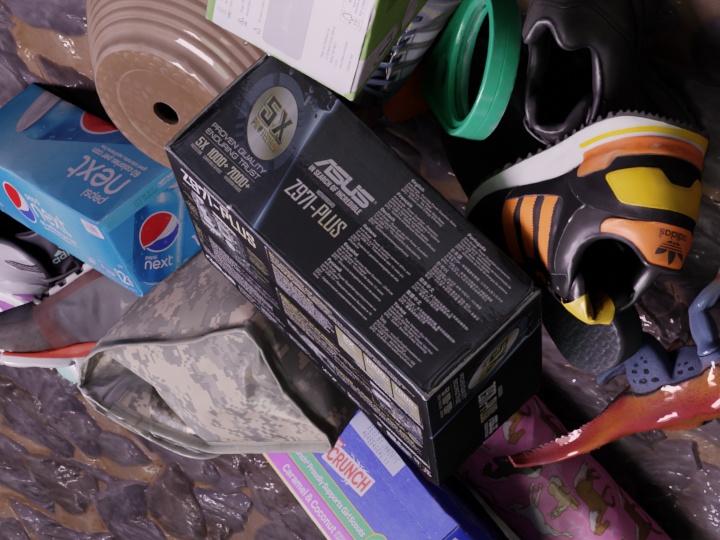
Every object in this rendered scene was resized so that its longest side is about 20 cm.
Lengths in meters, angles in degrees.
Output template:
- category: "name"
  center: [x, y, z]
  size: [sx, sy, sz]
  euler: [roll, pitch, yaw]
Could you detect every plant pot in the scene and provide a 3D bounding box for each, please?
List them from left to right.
- category: "plant pot"
  center: [-0.091, -0.121, 1.391]
  size: [0.201, 0.093, 0.201]
  euler: [25, 146, 18]

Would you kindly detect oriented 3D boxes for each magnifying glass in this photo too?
- category: "magnifying glass"
  center: [0.048, -0.104, 1.283]
  size: [0.022, 0.080, 0.200]
  euler: [9, 174, -16]

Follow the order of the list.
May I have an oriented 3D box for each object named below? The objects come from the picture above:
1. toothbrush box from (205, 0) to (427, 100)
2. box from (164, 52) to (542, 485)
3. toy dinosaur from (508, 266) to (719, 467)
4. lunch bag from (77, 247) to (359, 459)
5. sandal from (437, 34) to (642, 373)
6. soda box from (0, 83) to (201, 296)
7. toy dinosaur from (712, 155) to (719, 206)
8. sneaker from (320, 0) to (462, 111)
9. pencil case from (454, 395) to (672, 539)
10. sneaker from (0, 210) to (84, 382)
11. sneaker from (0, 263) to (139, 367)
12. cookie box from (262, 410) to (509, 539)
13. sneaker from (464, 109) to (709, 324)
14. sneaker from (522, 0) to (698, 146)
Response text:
- category: "toothbrush box"
  center: [0.021, -0.202, 1.087]
  size: [0.086, 0.200, 0.146]
  euler: [31, 147, 9]
- category: "box"
  center: [0.000, 0.000, 1.283]
  size: [0.200, 0.086, 0.164]
  euler: [44, 168, 18]
- category: "toy dinosaur"
  center: [0.203, 0.072, 1.325]
  size: [0.105, 0.200, 0.181]
  euler: [32, -178, -23]
- category: "lunch bag"
  center: [-0.067, 0.028, 1.488]
  size: [0.200, 0.164, 0.118]
  euler: [-6, 128, 46]
- category: "sandal"
  center: [0.102, -0.039, 1.332]
  size: [0.076, 0.043, 0.200]
  euler: [-16, 100, 53]
- category: "soda box"
  center: [-0.177, -0.055, 1.517]
  size: [0.200, 0.068, 0.064]
  euler: [28, 152, 50]
- category: "toy dinosaur"
  center: [0.284, -0.007, 1.230]
  size: [0.200, 0.077, 0.102]
  euler: [47, 158, -25]
- category: "sneaker"
  center: [0.013, -0.127, 1.238]
  size: [0.074, 0.081, 0.200]
  euler: [21, 173, -2]
- category: "pencil case"
  center: [0.122, 0.146, 1.544]
  size: [0.086, 0.083, 0.200]
  euler: [-35, 108, 27]
- category: "sneaker"
  center: [-0.201, 0.005, 1.663]
  size: [0.200, 0.078, 0.140]
  euler: [25, 142, 5]
- category: "sneaker"
  center: [-0.180, 0.021, 1.612]
  size: [0.200, 0.082, 0.077]
  euler: [-6, -178, -6]
- category: "cookie box"
  center: [0.038, 0.172, 1.540]
  size: [0.171, 0.075, 0.200]
  euler: [50, -177, 42]
- category: "sneaker"
  center: [0.106, -0.010, 1.211]
  size: [0.070, 0.090, 0.200]
  euler: [15, 156, -22]
- category: "sneaker"
  center: [0.122, -0.084, 1.245]
  size: [0.076, 0.091, 0.200]
  euler: [8, 139, 33]
